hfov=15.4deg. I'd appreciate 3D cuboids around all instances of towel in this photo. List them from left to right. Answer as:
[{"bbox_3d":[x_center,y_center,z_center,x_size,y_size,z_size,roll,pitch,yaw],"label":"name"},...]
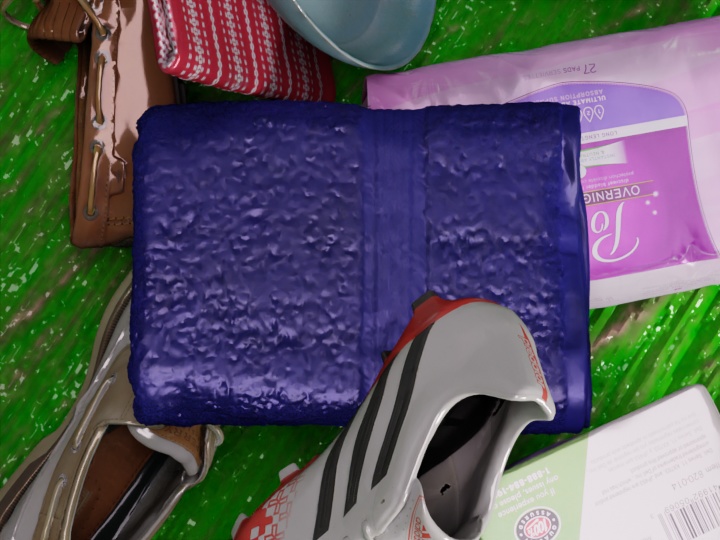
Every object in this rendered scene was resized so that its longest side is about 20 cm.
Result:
[{"bbox_3d":[-0.060,-0.146,1.164,0.022,0.200,0.146,-12,85,17],"label":"towel"},{"bbox_3d":[0.000,0.000,1.146,0.198,0.050,0.149,1,71,-2],"label":"towel"}]

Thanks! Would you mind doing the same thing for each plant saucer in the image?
[{"bbox_3d":[-0.024,-0.183,1.183,0.027,0.200,0.202,-16,83,26],"label":"plant saucer"}]

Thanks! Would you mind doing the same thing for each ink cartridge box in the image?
[{"bbox_3d":[0.130,0.163,1.114,0.116,0.067,0.201,-23,84,-6],"label":"ink cartridge box"}]

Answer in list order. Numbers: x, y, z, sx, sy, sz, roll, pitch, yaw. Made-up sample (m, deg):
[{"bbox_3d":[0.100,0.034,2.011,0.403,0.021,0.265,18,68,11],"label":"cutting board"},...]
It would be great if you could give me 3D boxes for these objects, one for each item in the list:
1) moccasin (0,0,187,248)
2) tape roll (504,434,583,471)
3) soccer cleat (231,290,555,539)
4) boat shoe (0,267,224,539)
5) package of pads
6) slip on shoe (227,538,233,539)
[{"bbox_3d":[-0.123,-0.111,1.219,0.077,0.074,0.203,-7,91,-12],"label":"moccasin"},{"bbox_3d":[0.118,0.173,1.188,0.198,0.085,0.202,0,84,-4],"label":"tape roll"},{"bbox_3d":[0.008,0.101,1.069,0.068,0.085,0.200,26,108,-34],"label":"soccer cleat"},{"bbox_3d":[-0.091,0.067,1.185,0.075,0.068,0.201,32,89,-36],"label":"boat shoe"},{"bbox_3d":[0.104,-0.043,1.217,0.198,0.076,0.121,-10,82,-4],"label":"package of pads"},{"bbox_3d":[-0.037,0.139,1.169,0.199,0.074,0.061,-32,88,-26],"label":"slip on shoe"}]
